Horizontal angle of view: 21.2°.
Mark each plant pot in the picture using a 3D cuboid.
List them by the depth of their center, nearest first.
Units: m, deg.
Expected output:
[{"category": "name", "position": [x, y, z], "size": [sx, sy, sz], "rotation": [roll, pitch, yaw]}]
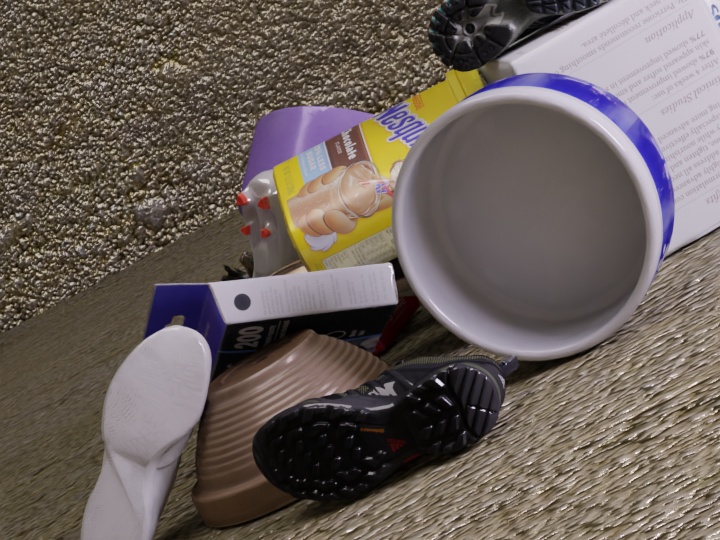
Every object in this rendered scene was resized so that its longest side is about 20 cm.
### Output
[{"category": "plant pot", "position": [-0.060, 0.111, 1.527], "size": [0.200, 0.093, 0.201], "rotation": [-30, 9, 5]}]

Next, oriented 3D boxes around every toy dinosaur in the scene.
[{"category": "toy dinosaur", "position": [-0.084, -0.001, 1.946], "size": [0.087, 0.048, 0.200], "rotation": [6, 5, 29]}]

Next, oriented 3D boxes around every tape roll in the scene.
[{"category": "tape roll", "position": [-0.015, -0.080, 1.875], "size": [0.199, 0.199, 0.086], "rotation": [-17, 57, 55]}]

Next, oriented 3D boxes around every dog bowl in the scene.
[{"category": "dog bowl", "position": [0.128, -0.041, 1.413], "size": [0.199, 0.201, 0.079], "rotation": [-25, 7, 27]}]

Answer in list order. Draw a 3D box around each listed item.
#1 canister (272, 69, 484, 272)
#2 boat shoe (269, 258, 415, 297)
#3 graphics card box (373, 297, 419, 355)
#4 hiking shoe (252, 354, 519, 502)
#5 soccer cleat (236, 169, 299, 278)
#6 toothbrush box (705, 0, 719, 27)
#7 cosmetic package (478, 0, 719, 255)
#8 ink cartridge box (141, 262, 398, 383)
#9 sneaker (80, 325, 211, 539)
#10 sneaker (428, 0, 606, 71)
[{"category": "canister", "position": [0.033, -0.078, 1.634], "size": [0.199, 0.087, 0.149], "rotation": [-26, 34, 6]}, {"category": "boat shoe", "position": [0.000, 0.000, 1.685], "size": [0.198, 0.073, 0.065], "rotation": [-13, -23, 2]}, {"category": "graphics card box", "position": [-0.048, 0.072, 1.856], "size": [0.199, 0.051, 0.126], "rotation": [-25, 10, 23]}, {"category": "hiking shoe", "position": [0.020, 0.110, 1.383], "size": [0.199, 0.076, 0.101], "rotation": [-16, 5, 23]}, {"category": "soccer cleat", "position": [-0.072, 0.005, 1.765], "size": [0.069, 0.202, 0.077], "rotation": [16, 24, 37]}, {"category": "toothbrush box", "position": [0.270, -0.144, 1.727], "size": [0.199, 0.147, 0.085], "rotation": [-30, 9, -9]}, {"category": "cosmetic package", "position": [0.222, -0.126, 1.589], "size": [0.166, 0.201, 0.166], "rotation": [-29, 9, -2]}, {"category": "ink cartridge box", "position": [-0.082, 0.054, 1.620], "size": [0.198, 0.044, 0.198], "rotation": [-4, -20, -12]}, {"category": "sneaker", "position": [-0.168, 0.137, 1.534], "size": [0.088, 0.075, 0.202], "rotation": [-9, -60, -80]}, {"category": "sneaker", "position": [0.147, -0.236, 1.550], "size": [0.199, 0.078, 0.086], "rotation": [-25, 7, 29]}]
